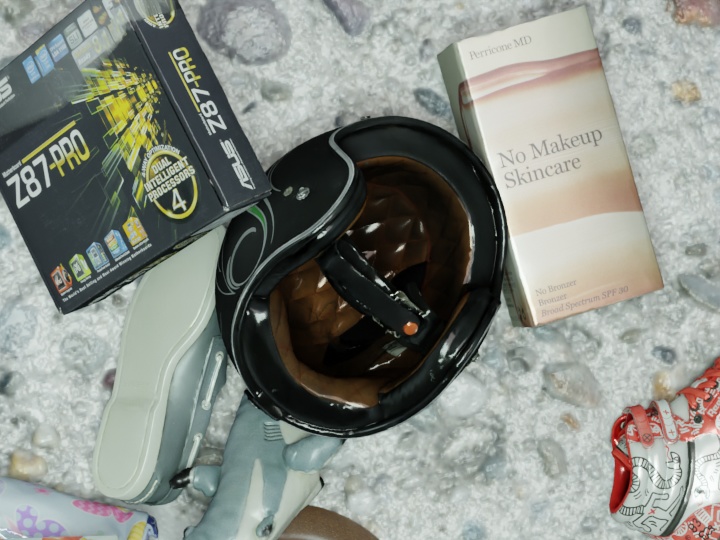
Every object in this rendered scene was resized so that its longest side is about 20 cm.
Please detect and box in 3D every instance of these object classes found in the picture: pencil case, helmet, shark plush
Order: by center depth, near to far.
[{"bbox_3d":[0.000,0.000,1.477,0.198,0.191,0.202,2,117,5],"label":"helmet"},{"bbox_3d":[-0.239,0.181,1.497,0.198,0.091,0.084,16,102,-4],"label":"pencil case"},{"bbox_3d":[-0.091,0.158,1.504,0.083,0.091,0.200,36,68,7],"label":"shark plush"}]

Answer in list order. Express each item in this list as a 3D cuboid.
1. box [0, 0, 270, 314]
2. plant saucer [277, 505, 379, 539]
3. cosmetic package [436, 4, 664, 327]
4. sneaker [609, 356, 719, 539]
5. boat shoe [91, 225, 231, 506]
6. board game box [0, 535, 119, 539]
[{"bbox_3d":[-0.162,-0.080,1.459,0.049,0.199,0.162,-22,86,-45],"label":"box"},{"bbox_3d":[-0.052,0.262,1.543,0.198,0.034,0.202,0,89,-7],"label":"plant saucer"},{"bbox_3d":[0.130,-0.069,1.542,0.102,0.087,0.202,-17,90,-5],"label":"cosmetic package"},{"bbox_3d":[0.241,0.096,1.559,0.107,0.067,0.203,19,89,-7],"label":"sneaker"},{"bbox_3d":[-0.124,0.065,1.537,0.062,0.072,0.202,29,76,-47],"label":"boat shoe"},{"bbox_3d":[-0.202,0.279,1.441,0.102,0.105,0.201,-1,128,-6],"label":"board game box"}]
